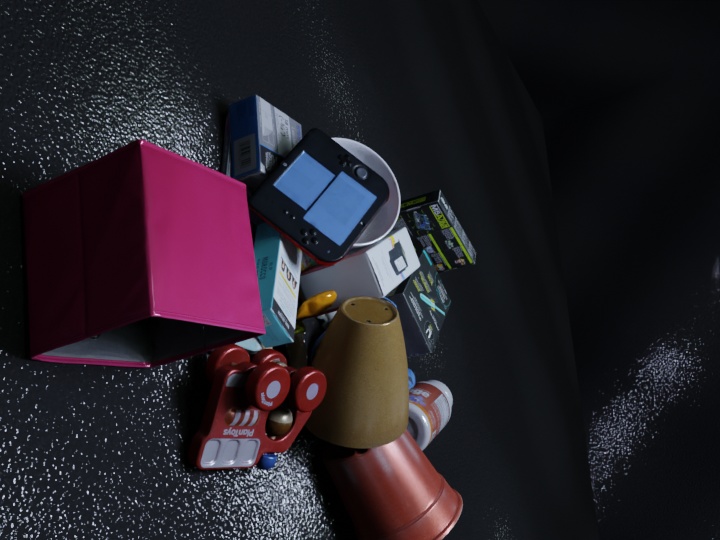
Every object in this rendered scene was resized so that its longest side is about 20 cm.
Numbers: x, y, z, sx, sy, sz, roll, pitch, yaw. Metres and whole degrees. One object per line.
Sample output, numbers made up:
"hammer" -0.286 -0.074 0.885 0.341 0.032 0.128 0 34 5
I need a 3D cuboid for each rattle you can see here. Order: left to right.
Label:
"rattle" -0.092 0.150 1.221 0.130 0.143 0.200 65 18 -51

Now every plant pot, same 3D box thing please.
"plant pot" 0.000 0.150 1.241 0.186 0.186 0.200 -50 151 -59
"plant pot" 0.042 0.363 1.323 0.195 0.201 0.201 60 28 -9

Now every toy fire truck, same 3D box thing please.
"toy fire truck" -0.147 0.203 1.100 0.200 0.112 0.168 18 91 -52

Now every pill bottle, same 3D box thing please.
"pill bottle" 0.121 0.295 1.584 0.200 0.112 0.112 -22 96 -64

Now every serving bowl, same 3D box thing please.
"serving bowl" -0.035 -0.125 1.319 0.200 0.066 0.200 8 68 -21

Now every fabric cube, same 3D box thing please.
"fabric cube" -0.256 -0.006 0.909 0.196 0.200 0.200 17 59 -59

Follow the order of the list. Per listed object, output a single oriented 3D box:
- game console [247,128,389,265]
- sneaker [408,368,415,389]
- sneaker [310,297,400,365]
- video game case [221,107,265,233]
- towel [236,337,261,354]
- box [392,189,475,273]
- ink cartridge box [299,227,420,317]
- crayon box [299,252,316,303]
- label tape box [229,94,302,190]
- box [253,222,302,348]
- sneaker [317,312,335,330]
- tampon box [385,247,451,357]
"game console" -0.062 -0.121 1.251 0.177 0.031 0.200 40 60 -5
"sneaker" 0.057 0.215 1.550 0.200 0.066 0.079 -19 96 -63
"sneaker" -0.010 0.124 1.375 0.200 0.083 0.071 -42 120 -12
"video game case" -0.189 -0.165 1.332 0.143 0.019 0.200 39 44 -50
"towel" -0.221 0.032 1.131 0.200 0.048 0.171 29 48 -56
"box" 0.131 -0.072 1.714 0.200 0.193 0.048 54 32 -34
"ink cartridge box" 0.000 0.000 1.353 0.200 0.146 0.083 -36 106 -63
"crayon box" -0.083 -0.015 1.421 0.126 0.052 0.200 64 27 -21
"label tape box" -0.143 -0.199 1.350 0.200 0.063 0.144 24 56 -57
"box" -0.135 0.017 1.207 0.200 0.049 0.082 -89 159 -45
"sneaker" 0.000 0.116 1.474 0.200 0.088 0.074 49 34 -43
"tampon box" 0.090 0.072 1.627 0.150 0.126 0.200 63 29 -20
